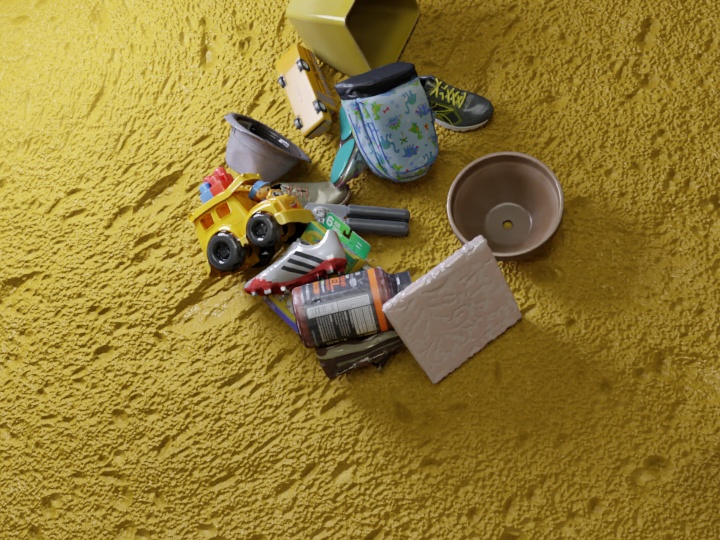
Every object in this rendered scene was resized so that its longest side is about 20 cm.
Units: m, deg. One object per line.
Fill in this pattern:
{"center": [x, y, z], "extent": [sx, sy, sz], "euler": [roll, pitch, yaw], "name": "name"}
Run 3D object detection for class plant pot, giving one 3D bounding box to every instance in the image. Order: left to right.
{"center": [-0.024, -0.506, 1.752], "extent": [0.176, 0.200, 0.201], "euler": [15, 70, 31], "name": "plant pot"}
{"center": [0.254, -0.097, 1.555], "extent": [0.199, 0.093, 0.202], "euler": [-5, 65, 10], "name": "plant pot"}

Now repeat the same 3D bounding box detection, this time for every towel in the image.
{"center": [0.154, 0.066, 1.461], "extent": [0.200, 0.191, 0.032], "euler": [-36, 35, -5], "name": "towel"}

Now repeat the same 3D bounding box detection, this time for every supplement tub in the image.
{"center": [-0.008, 0.057, 1.476], "extent": [0.199, 0.107, 0.108], "euler": [-14, 64, 1], "name": "supplement tub"}

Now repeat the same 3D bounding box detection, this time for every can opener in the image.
{"center": [-0.010, -0.088, 1.639], "extent": [0.199, 0.067, 0.054], "euler": [5, 67, 0], "name": "can opener"}

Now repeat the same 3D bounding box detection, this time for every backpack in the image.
{"center": [0.061, -0.258, 1.617], "extent": [0.162, 0.201, 0.154], "euler": [-22, 29, -24], "name": "backpack"}

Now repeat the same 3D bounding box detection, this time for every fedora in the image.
{"center": [-0.190, -0.217, 1.678], "extent": [0.091, 0.176, 0.200], "euler": [-60, 40, 13], "name": "fedora"}

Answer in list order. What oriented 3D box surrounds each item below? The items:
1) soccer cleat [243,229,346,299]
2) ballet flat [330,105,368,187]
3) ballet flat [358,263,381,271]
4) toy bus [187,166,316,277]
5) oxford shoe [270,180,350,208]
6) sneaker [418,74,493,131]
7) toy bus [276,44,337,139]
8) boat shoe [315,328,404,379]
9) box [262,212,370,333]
{"center": [-0.114, -0.008, 1.527], "extent": [0.199, 0.069, 0.086], "euler": [-19, 71, 25], "name": "soccer cleat"}
{"center": [-0.009, -0.233, 1.684], "extent": [0.069, 0.071, 0.201], "euler": [-30, 44, 43], "name": "ballet flat"}
{"center": [0.000, 0.000, 1.588], "extent": [0.200, 0.072, 0.072], "euler": [39, 80, 22], "name": "ballet flat"}
{"center": [-0.206, -0.108, 1.592], "extent": [0.199, 0.136, 0.193], "euler": [-30, 80, 23], "name": "toy bus"}
{"center": [-0.117, -0.132, 1.662], "extent": [0.199, 0.074, 0.071], "euler": [-16, 63, 5], "name": "oxford shoe"}
{"center": [0.152, -0.320, 1.680], "extent": [0.199, 0.085, 0.075], "euler": [12, 71, 17], "name": "sneaker"}
{"center": [-0.103, -0.347, 1.746], "extent": [0.065, 0.078, 0.201], "euler": [-36, 61, 26], "name": "toy bus"}
{"center": [0.026, 0.133, 1.528], "extent": [0.201, 0.075, 0.075], "euler": [-16, 103, -5], "name": "boat shoe"}
{"center": [-0.075, 0.006, 1.564], "extent": [0.117, 0.048, 0.201], "euler": [40, 105, 25], "name": "box"}
